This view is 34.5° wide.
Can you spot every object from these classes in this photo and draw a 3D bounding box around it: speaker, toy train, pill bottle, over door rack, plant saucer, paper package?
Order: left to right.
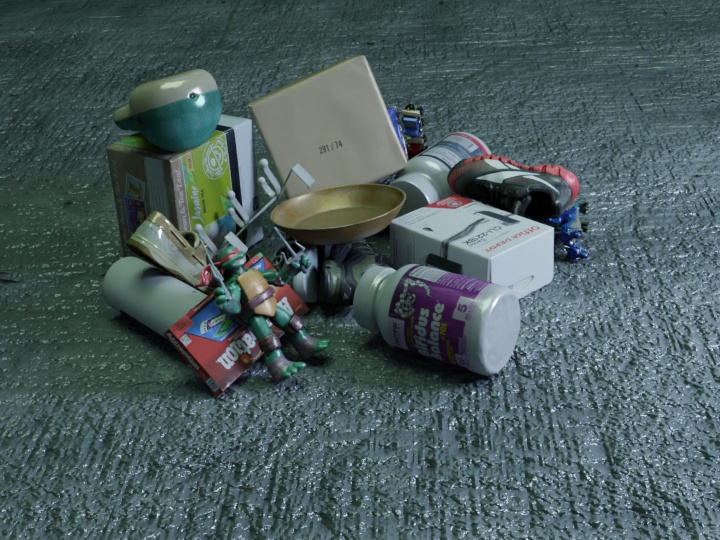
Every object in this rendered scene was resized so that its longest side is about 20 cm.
[{"bbox_3d":[-0.265,0.046,1.560,0.081,0.082,0.199,-24,33,-36],"label":"speaker"},{"bbox_3d":[-0.157,-0.088,1.613,0.148,0.067,0.200,-47,13,-15],"label":"over door rack"},{"bbox_3d":[-0.050,-0.209,1.790,0.198,0.193,0.104,-23,8,2],"label":"paper package"},{"bbox_3d":[-0.030,-0.078,1.661,0.197,0.036,0.201,-8,20,3],"label":"plant saucer"},{"bbox_3d":[0.091,-0.199,1.903,0.034,0.201,0.046,10,57,16],"label":"toy train"},{"bbox_3d":[0.092,0.055,1.461,0.198,0.114,0.112,14,30,32],"label":"pill bottle"},{"bbox_3d":[0.121,-0.133,1.833,0.118,0.121,0.200,13,30,30],"label":"pill bottle"}]

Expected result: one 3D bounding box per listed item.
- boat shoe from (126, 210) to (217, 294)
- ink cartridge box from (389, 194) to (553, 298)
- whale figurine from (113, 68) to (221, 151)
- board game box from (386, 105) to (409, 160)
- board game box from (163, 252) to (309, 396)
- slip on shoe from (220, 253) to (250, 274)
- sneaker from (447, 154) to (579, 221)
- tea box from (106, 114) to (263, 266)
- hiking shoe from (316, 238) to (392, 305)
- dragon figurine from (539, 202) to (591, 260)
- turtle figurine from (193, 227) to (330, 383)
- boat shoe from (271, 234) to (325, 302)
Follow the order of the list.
[{"bbox_3d":[-0.243,-0.022,1.595,0.073,0.067,0.200,26,-7,24],"label":"boat shoe"},{"bbox_3d":[0.159,-0.029,1.655,0.143,0.085,0.199,-23,33,-37],"label":"ink cartridge box"},{"bbox_3d":[-0.274,-0.217,1.647,0.158,0.105,0.199,-23,9,-33],"label":"whale figurine"},{"bbox_3d":[-0.009,-0.211,1.944,0.157,0.098,0.200,-14,8,0],"label":"board game box"},{"bbox_3d":[-0.155,0.065,1.483,0.019,0.103,0.200,-38,4,43],"label":"board game box"},{"bbox_3d":[-0.162,0.035,1.594,0.073,0.062,0.201,-6,27,-9],"label":"slip on shoe"},{"bbox_3d":[0.219,-0.117,1.709,0.197,0.072,0.098,9,42,16],"label":"sneaker"},{"bbox_3d":[-0.260,-0.114,1.747,0.132,0.203,0.196,13,32,31],"label":"tea box"},{"bbox_3d":[0.000,0.000,1.652,0.099,0.077,0.201,16,30,2],"label":"hiking shoe"},{"bbox_3d":[0.283,-0.075,1.762,0.099,0.060,0.199,-22,33,-35],"label":"dragon figurine"},{"bbox_3d":[-0.123,0.032,1.446,0.149,0.202,0.100,-35,8,-32],"label":"turtle figurine"},{"bbox_3d":[-0.092,-0.011,1.664,0.067,0.075,0.200,-8,29,7],"label":"boat shoe"}]
